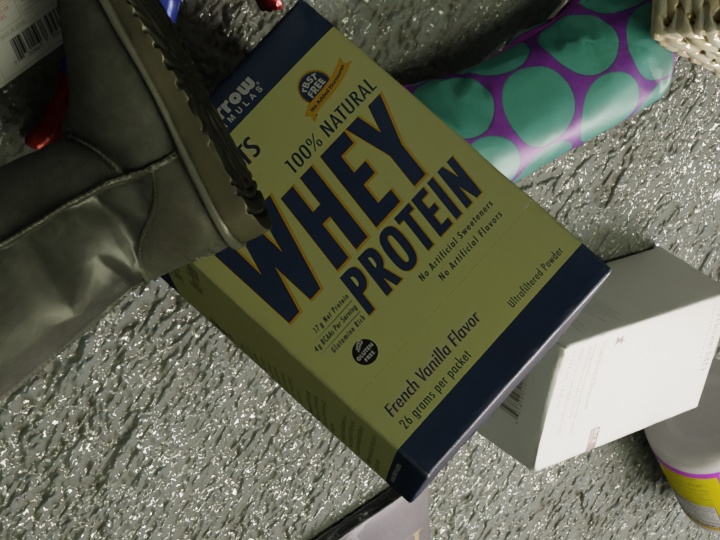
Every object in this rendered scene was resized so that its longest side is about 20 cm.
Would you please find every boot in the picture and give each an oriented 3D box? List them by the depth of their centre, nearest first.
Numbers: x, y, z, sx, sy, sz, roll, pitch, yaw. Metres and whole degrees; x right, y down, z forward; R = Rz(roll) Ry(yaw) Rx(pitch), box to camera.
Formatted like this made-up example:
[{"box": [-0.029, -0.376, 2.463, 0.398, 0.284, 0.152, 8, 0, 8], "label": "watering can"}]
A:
[{"box": [-0.162, -0.039, 0.796, 0.200, 0.182, 0.073, -27, 173, 10], "label": "boot"}]

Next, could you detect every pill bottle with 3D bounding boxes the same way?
[{"box": [0.316, 0.165, 1.523, 0.104, 0.104, 0.200, -47, 143, -9], "label": "pill bottle"}]

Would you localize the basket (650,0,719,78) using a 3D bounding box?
[{"box": [0.297, -0.211, 1.097, 0.198, 0.161, 0.201, 16, 76, -52], "label": "basket"}]

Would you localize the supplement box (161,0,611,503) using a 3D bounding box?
[{"box": [0.000, 0.000, 0.912, 0.134, 0.200, 0.200, -47, 173, -9], "label": "supplement box"}]

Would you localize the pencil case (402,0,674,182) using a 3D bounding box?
[{"box": [0.097, -0.107, 1.083, 0.200, 0.085, 0.093, -31, 100, -26], "label": "pencil case"}]

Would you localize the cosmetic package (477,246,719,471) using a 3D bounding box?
[{"box": [0.179, 0.063, 1.311, 0.200, 0.081, 0.113, -15, 127, -39], "label": "cosmetic package"}]

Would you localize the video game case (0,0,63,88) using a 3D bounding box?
[{"box": [-0.219, -0.131, 0.759, 0.200, 0.036, 0.181, -40, 141, -18], "label": "video game case"}]

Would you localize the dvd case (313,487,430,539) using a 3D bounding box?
[{"box": [-0.004, 0.259, 1.323, 0.149, 0.016, 0.200, -31, 138, -28], "label": "dvd case"}]

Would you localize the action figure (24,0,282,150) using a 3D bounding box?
[{"box": [-0.083, -0.135, 0.881, 0.099, 0.065, 0.200, 12, 111, -42], "label": "action figure"}]
